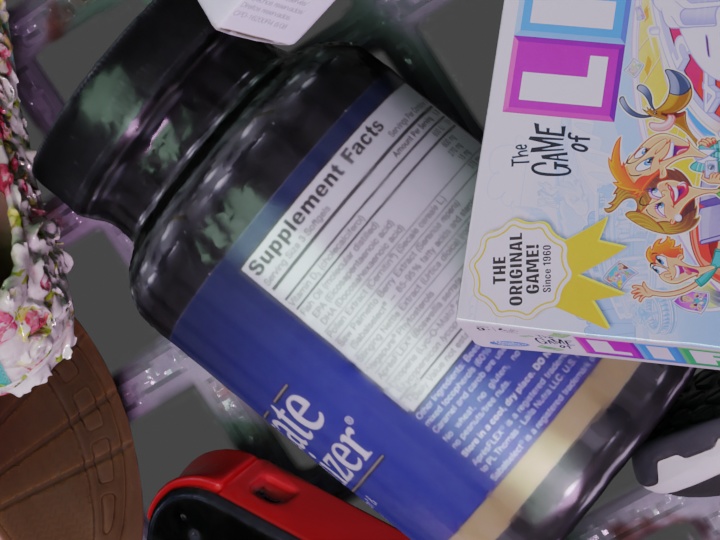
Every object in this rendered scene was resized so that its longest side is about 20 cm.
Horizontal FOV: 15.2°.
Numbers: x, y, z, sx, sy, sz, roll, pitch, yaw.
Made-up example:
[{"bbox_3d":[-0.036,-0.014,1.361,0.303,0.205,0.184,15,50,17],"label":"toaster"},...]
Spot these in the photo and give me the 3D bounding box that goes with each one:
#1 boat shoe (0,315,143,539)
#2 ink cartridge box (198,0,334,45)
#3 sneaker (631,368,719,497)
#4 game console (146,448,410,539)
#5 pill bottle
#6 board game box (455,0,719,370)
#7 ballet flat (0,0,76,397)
[{"bbox_3d":[-0.147,0.030,0.935,0.200,0.072,0.072,57,146,-7],"label":"boat shoe"},{"bbox_3d":[-0.014,-0.203,0.774,0.200,0.043,0.196,-46,61,26],"label":"ink cartridge box"},{"bbox_3d":[0.182,0.054,0.826,0.200,0.072,0.083,-16,103,22],"label":"sneaker"},{"bbox_3d":[0.002,0.168,0.915,0.200,0.031,0.177,25,123,29],"label":"game console"},{"bbox_3d":[0.000,0.000,0.845,0.200,0.112,0.112,39,115,3],"label":"pill bottle"},{"bbox_3d":[0.109,-0.071,0.774,0.134,0.034,0.200,5,78,16],"label":"board game box"},{"bbox_3d":[-0.142,-0.054,0.865,0.076,0.064,0.200,-26,74,-1],"label":"ballet flat"}]
